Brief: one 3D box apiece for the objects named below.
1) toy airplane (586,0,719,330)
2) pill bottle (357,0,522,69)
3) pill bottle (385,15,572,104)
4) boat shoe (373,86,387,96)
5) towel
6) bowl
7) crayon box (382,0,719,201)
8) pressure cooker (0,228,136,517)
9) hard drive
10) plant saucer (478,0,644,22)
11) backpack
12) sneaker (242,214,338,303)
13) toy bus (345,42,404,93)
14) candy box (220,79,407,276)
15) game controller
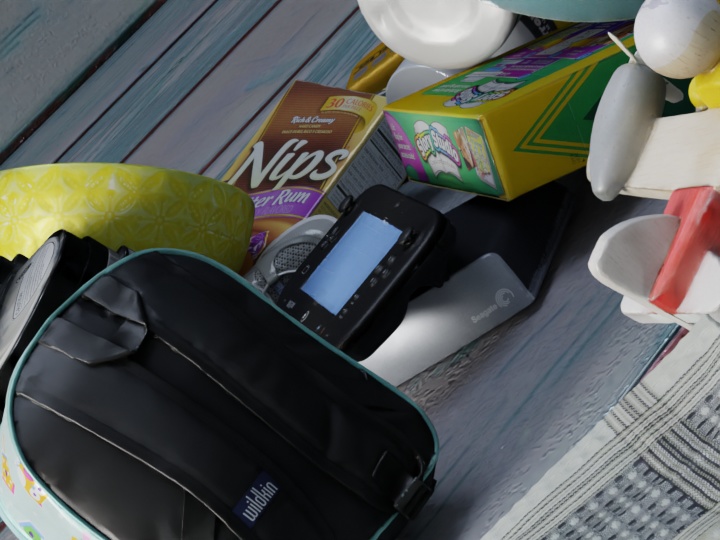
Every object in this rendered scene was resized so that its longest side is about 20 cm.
[{"bbox_3d":[0.172,-0.068,1.120,0.199,0.141,0.199,-33,17,28],"label":"toy airplane"},{"bbox_3d":[0.079,-0.229,1.561,0.113,0.113,0.200,-30,18,37],"label":"pill bottle"},{"bbox_3d":[0.101,-0.170,1.669,0.112,0.112,0.200,-24,23,50],"label":"pill bottle"},{"bbox_3d":[-0.009,-0.084,1.796,0.200,0.072,0.061,-28,14,19],"label":"boat shoe"},{"bbox_3d":[0.132,0.090,0.971,0.200,0.035,0.193,-41,14,-1],"label":"towel"},{"bbox_3d":[-0.169,0.006,1.563,0.200,0.199,0.109,-20,65,55],"label":"bowl"},{"bbox_3d":[0.124,-0.106,1.434,0.172,0.059,0.200,-25,11,-12],"label":"crayon box"},{"bbox_3d":[-0.170,0.076,1.406,0.179,0.199,0.176,-62,14,-18],"label":"pressure cooker"},{"bbox_3d":[0.034,0.018,1.423,0.199,0.042,0.135,-32,17,33],"label":"hard drive"},{"bbox_3d":[0.122,-0.217,1.440,0.200,0.199,0.028,-57,-20,-48],"label":"plant saucer"},{"bbox_3d":[-0.085,0.098,1.180,0.176,0.200,0.153,-50,1,-26],"label":"backpack"},{"bbox_3d":[-0.070,0.048,1.537,0.200,0.075,0.082,-48,-2,22],"label":"sneaker"},{"bbox_3d":[0.084,-0.187,1.857,0.200,0.065,0.078,-35,16,22],"label":"toy bus"},{"bbox_3d":[-0.054,-0.040,1.678,0.116,0.057,0.200,15,62,48],"label":"candy box"},{"bbox_3d":[0.000,0.000,1.395,0.104,0.042,0.200,-42,14,-4],"label":"game controller"}]
